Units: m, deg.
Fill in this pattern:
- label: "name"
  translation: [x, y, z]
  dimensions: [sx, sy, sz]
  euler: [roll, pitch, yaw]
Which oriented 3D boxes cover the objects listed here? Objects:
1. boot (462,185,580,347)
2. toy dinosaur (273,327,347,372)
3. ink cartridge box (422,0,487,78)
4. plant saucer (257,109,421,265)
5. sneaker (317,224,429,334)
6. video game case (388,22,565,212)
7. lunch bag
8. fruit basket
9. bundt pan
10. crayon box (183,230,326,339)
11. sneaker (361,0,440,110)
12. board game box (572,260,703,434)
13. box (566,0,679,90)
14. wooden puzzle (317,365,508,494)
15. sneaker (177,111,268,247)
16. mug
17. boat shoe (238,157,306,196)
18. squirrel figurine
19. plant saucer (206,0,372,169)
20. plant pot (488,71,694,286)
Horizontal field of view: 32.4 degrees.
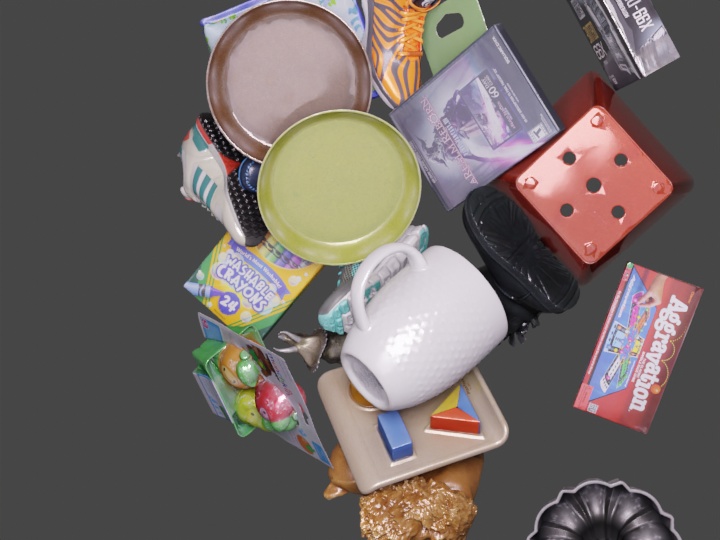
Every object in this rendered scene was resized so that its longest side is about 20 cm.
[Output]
- label: "boot"
  translation: [0.164, 0.000, 1.532]
  dimensions: [0.198, 0.162, 0.073]
  euler: [47, 59, -9]
- label: "toy dinosaur"
  translation: [-0.003, 0.088, 1.598]
  dimensions: [0.198, 0.102, 0.078]
  euler: [-14, 95, 10]
- label: "ink cartridge box"
  translation: [0.120, -0.229, 1.527]
  dimensions: [0.048, 0.145, 0.202]
  euler: [-24, 95, -28]
- label: "plant saucer"
  translation: [-0.026, -0.103, 1.496]
  dimensions: [0.198, 0.031, 0.202]
  euler: [-3, 116, -6]
- label: "sneaker"
  translation: [0.000, 0.000, 1.568]
  dimensions: [0.091, 0.200, 0.078]
  euler: [29, 143, 24]
- label: "video game case"
  translation: [0.133, -0.177, 1.465]
  dimensions: [0.200, 0.019, 0.144]
  euler: [-35, 84, 42]
- label: "lunch bag"
  translation: [-0.081, -0.267, 1.563]
  dimensions: [0.198, 0.127, 0.171]
  euler: [-21, 95, -5]
- label: "fruit basket"
  translation: [-0.127, 0.155, 1.563]
  dimensions: [0.093, 0.200, 0.186]
  euler: [-35, 125, -20]
- label: "bundt pan"
  translation: [0.313, 0.358, 1.597]
  dimensions: [0.200, 0.076, 0.204]
  euler: [1, 96, 9]
- label: "crayon box"
  translation: [-0.121, -0.015, 1.628]
  dimensions: [0.126, 0.052, 0.200]
  euler: [41, 100, 2]
- label: "sneaker"
  translation: [0.058, -0.303, 1.525]
  dimensions: [0.112, 0.077, 0.202]
  euler: [-13, 88, 50]
- label: "board game box"
  translation: [0.356, 0.099, 1.591]
  dimensions: [0.102, 0.019, 0.202]
  euler: [20, 99, 4]
- label: "box"
  translation: [0.301, -0.299, 1.462]
  dimensions: [0.049, 0.200, 0.159]
  euler: [-28, 93, 4]
- label: "wooden puzzle"
  translation: [0.062, 0.166, 1.548]
  dimensions: [0.198, 0.046, 0.186]
  euler: [-20, 51, -8]
- label: "sneaker"
  translation: [-0.181, -0.101, 1.596]
  dimensions: [0.093, 0.070, 0.201]
  euler: [-42, 62, 35]
- label: "mug"
  translation: [0.057, 0.060, 1.488]
  dimensions: [0.175, 0.147, 0.201]
  euler: [-39, 119, -22]
- label: "boat shoe"
  translation: [-0.052, -0.133, 1.555]
  dimensions: [0.198, 0.069, 0.085]
  euler: [-13, 110, -19]
- label: "squirrel figurine"
  translation: [0.049, 0.274, 1.563]
  dimensions: [0.185, 0.200, 0.143]
  euler: [22, 104, -4]
- label: "plant saucer"
  translation: [-0.085, -0.223, 1.485]
  dimensions: [0.198, 0.032, 0.202]
  euler: [0, 105, -1]
- label: "plant pot"
  translation: [0.277, -0.106, 1.499]
  dimensions: [0.200, 0.176, 0.200]
  euler: [-43, 89, 11]
